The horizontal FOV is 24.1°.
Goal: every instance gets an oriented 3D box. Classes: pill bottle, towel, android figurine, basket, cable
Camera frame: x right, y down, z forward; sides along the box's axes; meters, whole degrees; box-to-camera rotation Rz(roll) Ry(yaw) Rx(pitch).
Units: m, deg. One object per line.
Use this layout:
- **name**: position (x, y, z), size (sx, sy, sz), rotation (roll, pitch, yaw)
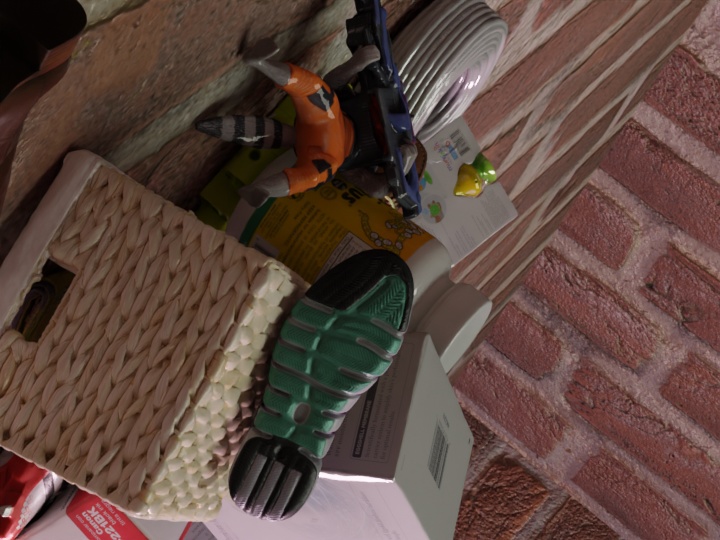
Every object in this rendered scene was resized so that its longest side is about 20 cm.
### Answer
- **pill bottle**: position (0.000, 0.000, 1.334), size (0.113, 0.200, 0.113), rotation (-50, 166, -17)
- **towel**: position (-0.215, 0.036, 1.263), size (0.144, 0.023, 0.200), rotation (-57, 169, 26)
- **android figurine**: position (-0.076, -0.079, 1.418), size (0.200, 0.041, 0.182), rotation (-47, 169, -14)
- **basket**: position (-0.145, 0.055, 1.130), size (0.198, 0.161, 0.200), rotation (-61, 167, -4)
- **cable**: position (0.061, -0.175, 1.592), size (0.200, 0.069, 0.200), rotation (-55, 169, 18)

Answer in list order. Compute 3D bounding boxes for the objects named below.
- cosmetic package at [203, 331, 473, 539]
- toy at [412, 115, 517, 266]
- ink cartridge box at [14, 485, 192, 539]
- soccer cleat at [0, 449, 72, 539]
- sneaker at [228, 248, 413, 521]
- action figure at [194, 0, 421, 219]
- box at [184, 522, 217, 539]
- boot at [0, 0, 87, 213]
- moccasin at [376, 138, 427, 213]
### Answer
- **cosmetic package**: position (-0.035, 0.134, 1.298), size (0.199, 0.200, 0.123), rotation (64, 36, -58)
- **toy**: position (0.040, -0.042, 1.565), size (0.200, 0.115, 0.047), rotation (-37, -160, -14)
- **ink cartridge box**: position (-0.224, 0.206, 1.386), size (0.200, 0.084, 0.144), rotation (-34, -165, 29)
- **soccer cleat**: position (-0.253, 0.158, 1.321), size (0.085, 0.069, 0.200), rotation (-3, 140, -52)
- **sneaker**: position (-0.031, 0.067, 1.132), size (0.200, 0.074, 0.088), rotation (-59, -173, 10)
- **action figure**: position (-0.028, -0.132, 1.280), size (0.105, 0.200, 0.193), rotation (-11, 174, 34)
- **box**: position (-0.171, 0.249, 1.696), size (0.106, 0.200, 0.152), rotation (-46, 169, -27)
- **boot**: position (-0.229, -0.038, 0.852), size (0.186, 0.064, 0.200), rotation (-36, 166, -50)
- **moccasin**: position (-0.019, -0.051, 1.469), size (0.201, 0.074, 0.078), rotation (-37, 174, -17)
